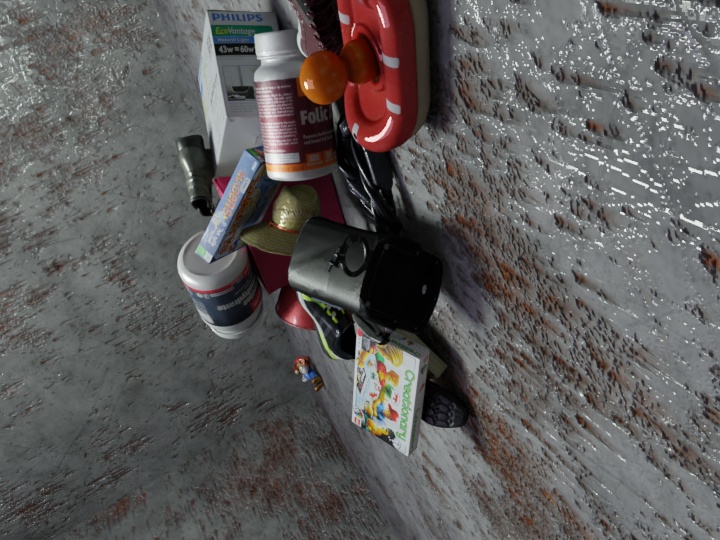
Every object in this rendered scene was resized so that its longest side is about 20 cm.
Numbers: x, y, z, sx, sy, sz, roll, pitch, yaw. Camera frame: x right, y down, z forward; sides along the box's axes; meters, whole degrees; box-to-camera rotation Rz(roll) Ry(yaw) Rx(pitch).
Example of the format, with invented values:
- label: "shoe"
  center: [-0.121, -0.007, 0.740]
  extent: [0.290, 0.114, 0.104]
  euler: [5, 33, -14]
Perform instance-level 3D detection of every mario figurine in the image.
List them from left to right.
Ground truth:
- label: "mario figurine"
  center: [-0.257, 0.484, 2.918]
  extent: [0.199, 0.104, 0.127]
  euler: [39, 118, 45]

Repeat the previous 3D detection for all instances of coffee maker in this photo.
- label: "coffee maker"
  center: [-0.011, -0.011, 0.872]
  extent: [0.198, 0.136, 0.193]
  euler: [16, 153, 50]

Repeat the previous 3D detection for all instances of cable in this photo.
- label: "cable"
  center: [0.007, -0.129, 0.934]
  extent: [0.205, 0.050, 0.163]
  euler: [69, 166, -19]

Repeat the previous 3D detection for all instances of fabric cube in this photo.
- label: "fabric cube"
  center: [-0.159, -0.115, 1.282]
  extent: [0.196, 0.195, 0.204]
  euler: [46, 158, 54]

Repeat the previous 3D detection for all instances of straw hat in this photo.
- label: "straw hat"
  center: [-0.104, -0.095, 1.029]
  extent: [0.201, 0.195, 0.088]
  euler: [-140, 50, -59]

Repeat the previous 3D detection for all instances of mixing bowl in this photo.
- label: "mixing bowl"
  center: [-0.086, 0.032, 1.343]
  extent: [0.200, 0.194, 0.112]
  euler: [-138, 45, -56]

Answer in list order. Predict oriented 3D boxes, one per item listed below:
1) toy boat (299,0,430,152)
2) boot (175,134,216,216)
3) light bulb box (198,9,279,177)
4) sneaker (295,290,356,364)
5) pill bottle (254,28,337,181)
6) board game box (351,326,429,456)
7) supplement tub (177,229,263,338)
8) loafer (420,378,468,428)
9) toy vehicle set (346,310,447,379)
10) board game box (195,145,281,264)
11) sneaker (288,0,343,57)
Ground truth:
- label: "toy boat"
  center: [-0.004, -0.213, 0.652]
  extent: [0.131, 0.128, 0.203]
  euler: [53, 163, 38]
- label: "boot"
  center: [-0.295, -0.162, 1.176]
  extent: [0.200, 0.066, 0.135]
  euler: [72, -174, -86]
- label: "light bulb box"
  center: [-0.204, -0.304, 1.100]
  extent: [0.198, 0.121, 0.206]
  euler: [133, 127, -63]
- label: "sneaker"
  center: [-0.044, 0.074, 1.093]
  extent: [0.081, 0.072, 0.204]
  euler: [7, 129, 44]
- label: "pill bottle"
  center: [-0.097, -0.245, 0.930]
  extent: [0.114, 0.111, 0.206]
  euler: [-144, 45, -62]
- label: "board game box"
  center: [0.046, 0.194, 1.038]
  extent: [0.124, 0.034, 0.205]
  euler: [23, 125, 31]
- label: "supplement tub"
  center: [-0.273, 0.029, 1.258]
  extent: [0.141, 0.138, 0.203]
  euler: [53, 164, 35]
- label: "loafer"
  center: [0.103, 0.211, 1.077]
  extent: [0.197, 0.069, 0.070]
  euler: [15, 104, 37]
- label: "toy vehicle set"
  center: [0.054, 0.110, 1.080]
  extent: [0.199, 0.027, 0.124]
  euler: [43, 166, 0]
- label: "board game box"
  center: [-0.191, -0.116, 1.053]
  extent: [0.034, 0.202, 0.135]
  euler: [36, -154, 7]
- label: "sneaker"
  center: [-0.031, -0.296, 0.761]
  extent: [0.117, 0.075, 0.200]
  euler: [55, 175, 14]
